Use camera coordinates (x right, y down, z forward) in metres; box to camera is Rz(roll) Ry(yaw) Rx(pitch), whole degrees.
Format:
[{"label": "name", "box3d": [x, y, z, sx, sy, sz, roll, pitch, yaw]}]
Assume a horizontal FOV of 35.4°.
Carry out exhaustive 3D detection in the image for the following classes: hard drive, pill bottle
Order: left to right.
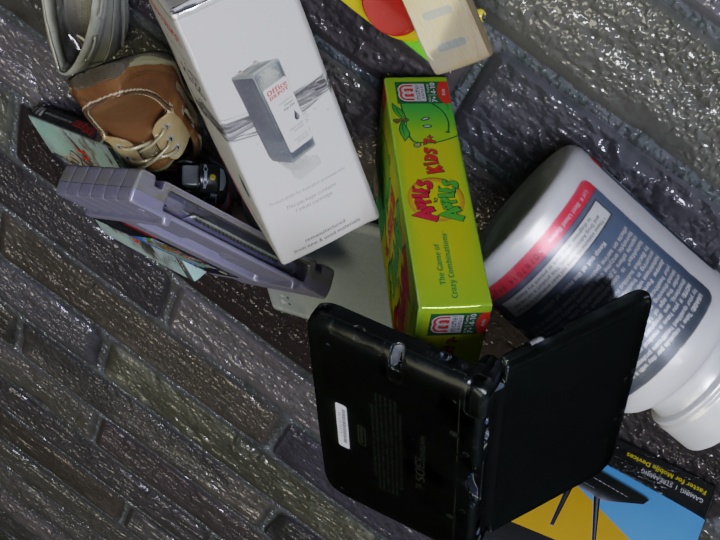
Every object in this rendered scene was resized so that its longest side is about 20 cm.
[{"label": "hard drive", "box3d": [0.000, 0.000, 0.961, 0.197, 0.033, 0.141, 15, 138, 27]}, {"label": "pill bottle", "box3d": [0.178, 0.024, 0.763, 0.199, 0.120, 0.120, 41, 144, -4]}]

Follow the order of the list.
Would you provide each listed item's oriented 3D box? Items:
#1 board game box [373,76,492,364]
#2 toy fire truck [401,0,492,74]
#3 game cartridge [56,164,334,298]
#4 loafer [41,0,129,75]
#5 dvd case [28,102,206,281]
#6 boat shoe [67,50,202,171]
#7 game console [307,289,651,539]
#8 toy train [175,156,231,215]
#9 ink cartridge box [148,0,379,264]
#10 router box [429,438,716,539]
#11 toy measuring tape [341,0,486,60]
[{"label": "board game box", "box3d": [0.044, -0.024, 0.763, 0.047, 0.203, 0.102, -1, 141, -6]}, {"label": "toy fire truck", "box3d": [-0.015, -0.205, 0.615, 0.175, 0.127, 0.204, -20, 73, 43]}, {"label": "game cartridge", "box3d": [-0.131, -0.028, 0.896, 0.199, 0.039, 0.128, 28, 163, -39]}, {"label": "loafer", "box3d": [-0.215, -0.234, 0.853, 0.069, 0.070, 0.202, 25, 142, 16]}, {"label": "dvd case", "box3d": [-0.223, -0.074, 1.024, 0.199, 0.022, 0.147, 22, 146, 50]}, {"label": "boat shoe", "box3d": [-0.158, -0.114, 0.857, 0.074, 0.200, 0.075, -18, 88, 7]}, {"label": "game console", "box3d": [0.071, 0.080, 0.714, 0.174, 0.117, 0.202, 22, 144, 20]}, {"label": "toy train", "box3d": [-0.129, -0.060, 0.944, 0.045, 0.035, 0.200, 1, 173, -7]}, {"label": "ink cartridge box", "box3d": [-0.073, -0.129, 0.785, 0.146, 0.084, 0.202, 53, 166, 54]}, {"label": "router box", "box3d": [0.176, 0.202, 0.936, 0.197, 0.150, 0.052, 24, 144, 16]}, {"label": "toy measuring tape", "box3d": [0.002, -0.205, 0.706, 0.199, 0.074, 0.074, 38, 144, -1]}]
